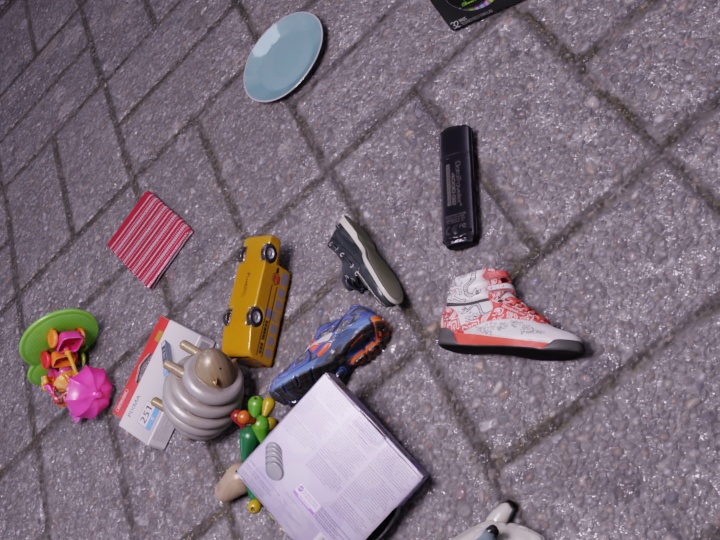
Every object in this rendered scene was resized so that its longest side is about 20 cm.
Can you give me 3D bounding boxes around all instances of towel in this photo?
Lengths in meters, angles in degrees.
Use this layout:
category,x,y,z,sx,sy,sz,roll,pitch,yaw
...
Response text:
category,x,y,z,sx,sy,sz,roll,pitch,yaw
towel,-0.419,-0.064,1.564,0.199,0.022,0.145,36,90,41

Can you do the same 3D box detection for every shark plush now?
category,x,y,z,sx,sy,sz,roll,pitch,yaw
shark plush,0.126,0.351,0.902,0.199,0.091,0.084,-37,80,11

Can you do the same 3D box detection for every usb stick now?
category,x,y,z,sx,sy,sz,roll,pitch,yaw
usb stick,0.143,-0.125,1.151,0.055,0.033,0.202,-12,61,25

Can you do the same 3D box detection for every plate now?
category,x,y,z,sx,sy,sz,roll,pitch,yaw
plate,-0.146,-0.409,1.524,0.198,0.025,0.203,-18,59,31

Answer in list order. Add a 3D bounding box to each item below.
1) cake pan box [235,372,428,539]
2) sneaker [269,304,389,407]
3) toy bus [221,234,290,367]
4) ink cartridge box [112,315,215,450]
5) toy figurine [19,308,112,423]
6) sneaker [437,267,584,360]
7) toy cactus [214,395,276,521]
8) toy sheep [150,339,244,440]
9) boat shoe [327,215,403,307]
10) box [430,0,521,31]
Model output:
category,x,y,z,sx,sy,sz,roll,pitch,yaw
cake pan box,-0.035,0.267,1.028,0.200,0.052,0.185,43,96,19
sneaker,-0.049,0.125,1.149,0.199,0.076,0.079,-35,38,-1
toy bus,-0.165,0.048,1.270,0.064,0.078,0.203,-6,65,37
ink cartridge box,-0.360,0.185,1.376,0.175,0.045,0.202,18,79,41
toy figurine,-0.537,0.207,1.463,0.185,0.149,0.201,51,124,32
sneaker,0.191,0.052,0.998,0.200,0.067,0.109,0,70,41
toy cactus,-0.158,0.286,1.146,0.165,0.102,0.201,-43,56,25
toy sheep,-0.248,0.194,1.222,0.201,0.136,0.139,-64,37,40
boat shoe,-0.002,-0.001,1.172,0.066,0.074,0.200,-44,48,13
box,0.195,-0.497,1.219,0.198,0.148,0.126,-16,57,32
